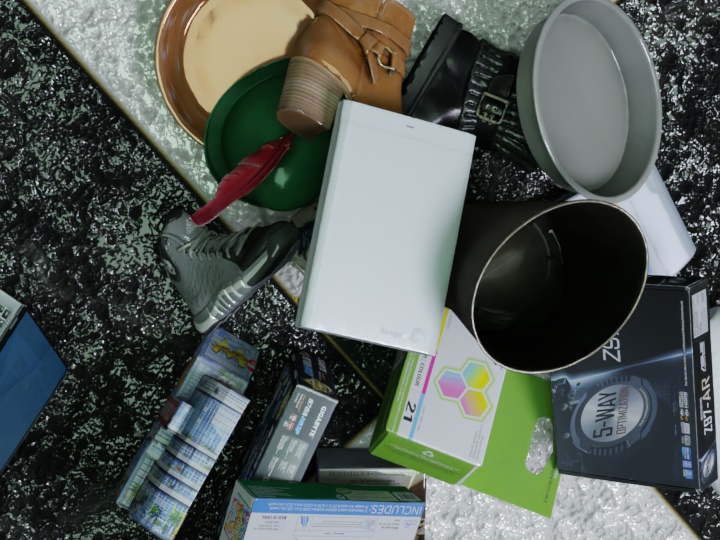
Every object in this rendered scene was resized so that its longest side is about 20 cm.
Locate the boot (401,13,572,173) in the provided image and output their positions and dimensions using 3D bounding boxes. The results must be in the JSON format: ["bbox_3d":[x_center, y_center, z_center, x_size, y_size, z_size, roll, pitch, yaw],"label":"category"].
[{"bbox_3d":[0.102,-0.129,1.487,0.157,0.079,0.213,30,96,-7],"label":"boot"}]

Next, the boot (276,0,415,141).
[{"bbox_3d":[0.020,-0.166,1.411,0.199,0.076,0.157,30,67,-22],"label":"boot"}]

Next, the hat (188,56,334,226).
[{"bbox_3d":[-0.056,-0.080,1.398,0.198,0.177,0.167,-26,130,-1],"label":"hat"}]

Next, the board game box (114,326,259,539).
[{"bbox_3d":[-0.166,0.153,1.483,0.061,0.200,0.202,29,82,-8],"label":"board game box"}]

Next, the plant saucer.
[{"bbox_3d":[-0.103,-0.209,1.487,0.197,0.037,0.203,0,98,-3],"label":"plant saucer"}]

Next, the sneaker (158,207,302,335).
[{"bbox_3d":[-0.141,-0.022,1.454,0.116,0.200,0.075,50,50,1],"label":"sneaker"}]

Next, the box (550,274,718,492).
[{"bbox_3d":[0.263,0.105,1.470,0.159,0.043,0.203,4,104,38],"label":"box"}]

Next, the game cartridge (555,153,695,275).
[{"bbox_3d":[0.234,-0.015,1.534,0.198,0.042,0.134,-29,95,2],"label":"game cartridge"}]

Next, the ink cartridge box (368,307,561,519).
[{"bbox_3d":[0.125,0.138,1.500,0.198,0.076,0.149,21,63,-6],"label":"ink cartridge box"}]

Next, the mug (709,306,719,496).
[{"bbox_3d":[0.394,0.118,1.494,0.176,0.148,0.200,50,124,1],"label":"mug"}]

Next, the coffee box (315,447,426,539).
[{"bbox_3d":[0.009,0.289,1.548,0.111,0.080,0.203,0,99,-4],"label":"coffee box"}]

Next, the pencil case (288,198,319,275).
[{"bbox_3d":[0.000,0.000,1.445,0.089,0.200,0.078,-40,126,-11],"label":"pencil case"}]

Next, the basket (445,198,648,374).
[{"bbox_3d":[0.148,0.000,1.404,0.179,0.200,0.137,-34,106,-9],"label":"basket"}]

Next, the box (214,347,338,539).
[{"bbox_3d":[-0.086,0.189,1.488,0.046,0.159,0.202,24,96,-7],"label":"box"}]

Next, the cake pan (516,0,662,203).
[{"bbox_3d":[0.218,-0.163,1.454,0.199,0.036,0.203,6,81,-43],"label":"cake pan"}]

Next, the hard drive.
[{"bbox_3d":[0.023,-0.036,1.341,0.130,0.026,0.203,13,84,-19],"label":"hard drive"}]

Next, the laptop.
[{"bbox_3d":[-0.410,0.105,1.482,0.199,0.116,0.188,35,95,-7],"label":"laptop"}]

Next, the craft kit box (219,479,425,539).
[{"bbox_3d":[-0.052,0.299,1.432,0.198,0.048,0.200,8,102,-35],"label":"craft kit box"}]
